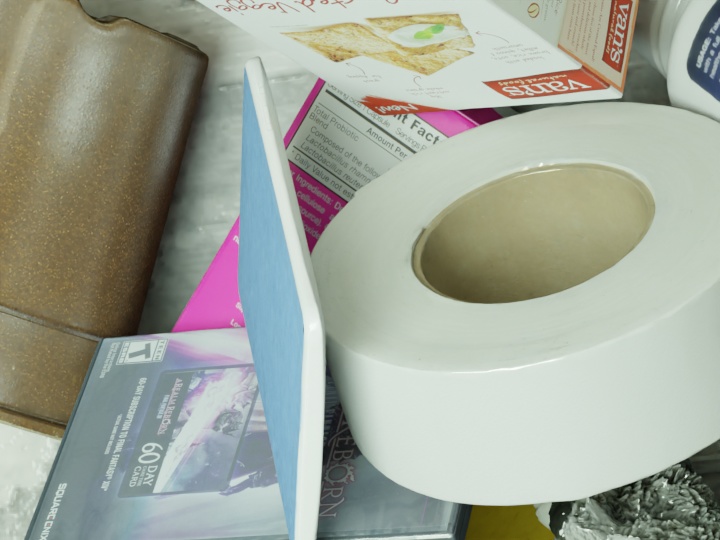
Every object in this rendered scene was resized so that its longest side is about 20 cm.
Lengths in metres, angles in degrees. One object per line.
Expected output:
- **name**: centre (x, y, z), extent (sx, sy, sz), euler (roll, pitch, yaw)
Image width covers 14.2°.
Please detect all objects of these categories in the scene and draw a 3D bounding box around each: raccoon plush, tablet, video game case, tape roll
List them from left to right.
- **video game case**: centre (-0.040, 0.076, 1.270), extent (0.199, 0.143, 0.019), euler (-6, 130, 19)
- **tablet**: centre (-0.034, 0.013, 1.226), extent (0.014, 0.200, 0.131), euler (-3, 126, -9)
- **tape roll**: centre (0.080, 0.010, 1.213), extent (0.201, 0.203, 0.071), euler (-4, 124, 22)
- **raccoon plush**: centre (0.162, 0.129, 1.257), extent (0.199, 0.134, 0.097), euler (21, 126, 18)

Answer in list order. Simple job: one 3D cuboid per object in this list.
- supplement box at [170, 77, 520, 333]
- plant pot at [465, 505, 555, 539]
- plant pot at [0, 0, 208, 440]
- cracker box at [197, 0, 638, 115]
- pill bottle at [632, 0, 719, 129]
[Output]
- **supplement box**: centre (0.000, 0.000, 1.373), extent (0.103, 0.101, 0.200), euler (37, 103, 20)
- **plant pot**: centre (0.035, 0.171, 1.330), extent (0.200, 0.200, 0.142), euler (50, 130, 14)
- **plant pot**: centre (-0.176, -0.039, 1.405), extent (0.199, 0.200, 0.199), euler (20, 91, 21)
- **cracker box**: centre (0.008, -0.127, 1.202), extent (0.133, 0.200, 0.058), euler (-2, 70, 38)
- **pill bottle**: centre (0.203, -0.079, 1.252), extent (0.111, 0.111, 0.200), euler (-58, 42, 13)
